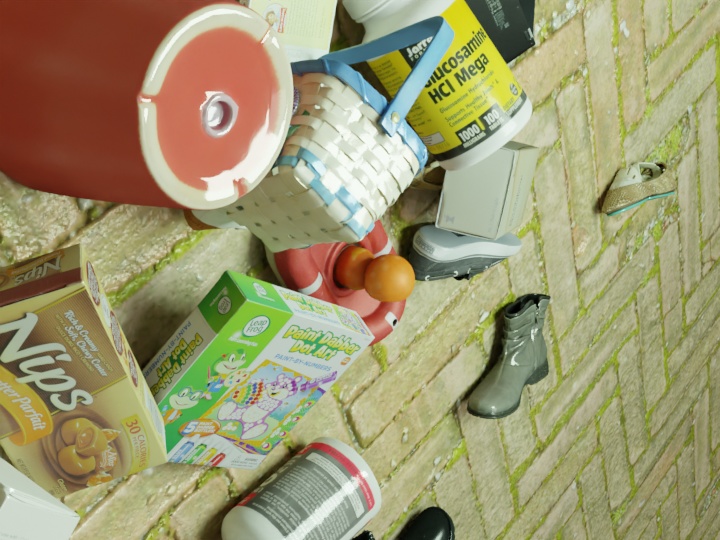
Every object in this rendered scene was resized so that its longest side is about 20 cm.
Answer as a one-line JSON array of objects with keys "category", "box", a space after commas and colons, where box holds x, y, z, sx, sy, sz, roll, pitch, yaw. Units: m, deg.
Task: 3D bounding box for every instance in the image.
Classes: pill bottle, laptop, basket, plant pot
[{"category": "pill bottle", "box": [-0.078, 0.278, 1.090, 0.200, 0.110, 0.111, -36, 132, -37]}, {"category": "pill bottle", "box": [0.073, -0.208, 1.004, 0.112, 0.112, 0.200, -47, 108, -27]}, {"category": "laptop", "box": [0.122, -0.330, 1.143, 0.199, 0.116, 0.187, -35, 138, 2]}, {"category": "basket", "box": [-0.021, -0.120, 0.839, 0.139, 0.176, 0.201, 48, 56, -26]}, {"category": "plant pot", "box": [-0.158, -0.133, 0.742, 0.200, 0.177, 0.202, -27, 127, -42]}]

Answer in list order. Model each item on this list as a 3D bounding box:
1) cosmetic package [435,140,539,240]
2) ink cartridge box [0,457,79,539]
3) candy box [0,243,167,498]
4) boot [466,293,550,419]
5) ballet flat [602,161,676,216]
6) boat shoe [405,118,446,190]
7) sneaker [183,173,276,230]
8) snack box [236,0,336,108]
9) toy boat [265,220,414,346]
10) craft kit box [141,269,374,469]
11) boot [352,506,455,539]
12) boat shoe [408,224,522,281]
[{"category": "cosmetic package", "box": [0.151, -0.100, 1.179, 0.200, 0.073, 0.104, -28, 132, -71]}, {"category": "ink cartridge box", "box": [-0.316, 0.229, 0.736, 0.201, 0.146, 0.083, -62, 144, -10]}, {"category": "candy box", "box": [-0.238, 0.086, 0.802, 0.115, 0.055, 0.201, -18, 127, -5]}, {"category": "boot", "box": [0.206, 0.113, 1.424, 0.200, 0.067, 0.132, -33, 126, -48]}, {"category": "ballet flat", "box": [0.430, -0.133, 1.596, 0.199, 0.070, 0.066, -19, 94, -49]}, {"category": "boat shoe", "box": [0.064, -0.128, 1.108, 0.199, 0.076, 0.072, 18, 92, -54]}, {"category": "sneaker", "box": [-0.085, -0.086, 0.950, 0.199, 0.085, 0.073, -21, 81, -45]}, {"category": "snack box", "box": [-0.072, -0.238, 0.917, 0.116, 0.037, 0.202, -7, 112, -52]}, {"category": "toy boat", "box": [0.000, 0.000, 1.042, 0.131, 0.130, 0.201, -51, 140, -22]}, {"category": "craft kit box", "box": [-0.111, 0.102, 0.958, 0.198, 0.049, 0.200, -51, 145, 14]}, {"category": "boot", "box": [0.035, 0.378, 1.320, 0.199, 0.073, 0.163, -58, 139, -14]}, {"category": "boat shoe", "box": [0.126, -0.017, 1.254, 0.199, 0.070, 0.067, -10, 132, -52]}]
